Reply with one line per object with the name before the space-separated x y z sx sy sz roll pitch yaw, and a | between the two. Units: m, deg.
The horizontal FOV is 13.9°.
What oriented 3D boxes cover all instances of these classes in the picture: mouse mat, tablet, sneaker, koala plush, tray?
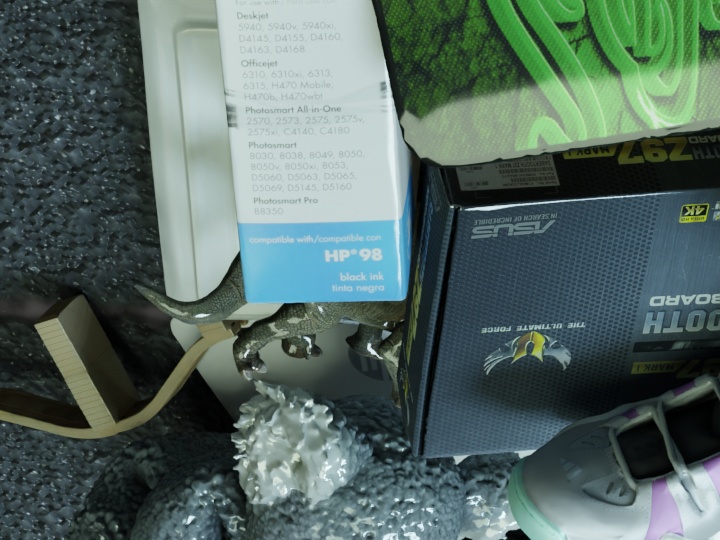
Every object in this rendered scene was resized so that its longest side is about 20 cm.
mouse mat | 0.069 -0.139 1.013 0.161 0.008 0.200 -8 106 23
tablet | 0.019 0.052 1.378 0.200 0.014 0.130 -11 128 32
sneaker | 0.160 0.046 1.159 0.200 0.078 0.140 -9 139 -21
koala plush | -0.027 0.122 1.343 0.177 0.184 0.200 19 138 -30
tray | -0.038 -0.046 1.268 0.107 0.022 0.200 2 132 4

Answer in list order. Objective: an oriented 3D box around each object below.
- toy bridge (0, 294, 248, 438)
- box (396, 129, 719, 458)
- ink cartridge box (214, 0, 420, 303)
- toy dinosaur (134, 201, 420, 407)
toy bridge | -0.131 0.046 1.415 0.200 0.027 0.067 -18 109 36
box | 0.120 0.004 1.193 0.200 0.051 0.158 -3 139 -9
ink cartridge box | -0.015 -0.100 1.131 0.067 0.116 0.200 0 125 5
toy dinosaur | 0.000 0.000 1.256 0.200 0.077 0.102 13 114 -18
